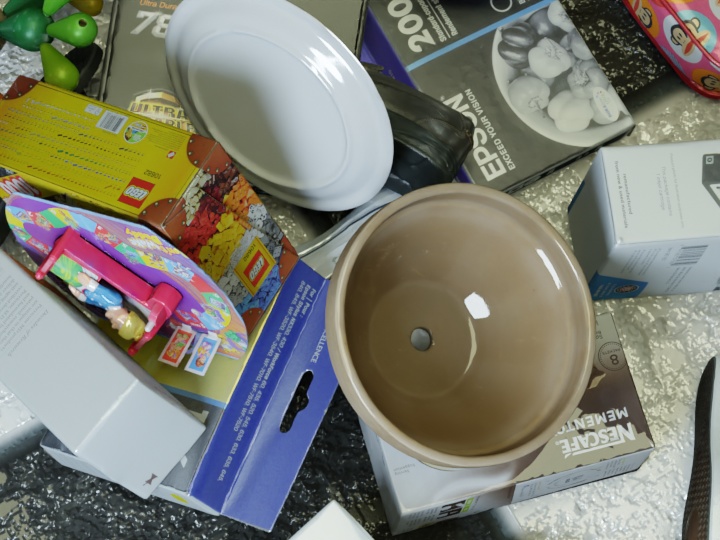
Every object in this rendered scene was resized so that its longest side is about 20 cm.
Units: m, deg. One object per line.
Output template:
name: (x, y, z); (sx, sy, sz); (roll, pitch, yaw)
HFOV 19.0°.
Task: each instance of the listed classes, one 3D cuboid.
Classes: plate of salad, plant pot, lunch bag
plate of salad: (-0.057, -0.130, 1.585); (0.200, 0.200, 0.048); (35, 53, 6)
plant pot: (0.060, 0.043, 1.540); (0.201, 0.093, 0.201); (3, 81, -21)
lunch bag: (0.313, -0.255, 1.759); (0.200, 0.082, 0.176); (-34, 78, -14)

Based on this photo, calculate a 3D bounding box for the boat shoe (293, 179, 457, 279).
boat shoe: (0.000, 0.000, 1.651); (0.200, 0.074, 0.067); (-30, 50, -2)

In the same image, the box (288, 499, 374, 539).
box: (-0.063, 0.273, 1.536); (0.200, 0.124, 0.097); (-41, 80, -15)

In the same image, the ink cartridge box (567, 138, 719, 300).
ink cartridge box: (0.273, -0.041, 1.654); (0.200, 0.145, 0.084); (-4, 72, -7)

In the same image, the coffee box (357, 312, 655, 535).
coffee box: (0.107, 0.116, 1.623); (0.200, 0.080, 0.113); (-13, 72, -9)

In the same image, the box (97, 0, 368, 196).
box: (-0.100, -0.164, 1.690); (0.200, 0.050, 0.199); (9, 86, -2)

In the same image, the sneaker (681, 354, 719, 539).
sneaker: (0.293, 0.158, 1.620); (0.085, 0.073, 0.200); (16, 60, -5)

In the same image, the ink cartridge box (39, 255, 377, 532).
ink cartridge box: (-0.115, 0.073, 1.587); (0.200, 0.047, 0.198); (12, 70, 34)

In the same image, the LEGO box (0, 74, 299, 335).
LEGO box: (-0.165, -0.048, 1.559); (0.200, 0.149, 0.077); (20, 68, 34)

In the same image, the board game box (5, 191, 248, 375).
board game box: (-0.176, 0.018, 1.522); (0.200, 0.158, 0.039); (14, 61, 32)

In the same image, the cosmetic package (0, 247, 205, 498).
cosmetic package: (-0.214, 0.069, 1.553); (0.071, 0.101, 0.200); (-49, 55, -2)

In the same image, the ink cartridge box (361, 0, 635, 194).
ink cartridge box: (0.085, -0.150, 1.726); (0.200, 0.043, 0.198); (-27, 77, -11)

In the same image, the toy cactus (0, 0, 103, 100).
toy cactus: (-0.274, -0.188, 1.654); (0.165, 0.102, 0.200); (6, 59, 37)

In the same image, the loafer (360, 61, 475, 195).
loafer: (-0.006, -0.129, 1.643); (0.200, 0.073, 0.072); (34, 53, 5)

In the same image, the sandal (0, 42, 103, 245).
sandal: (-0.250, -0.087, 1.670); (0.048, 0.075, 0.200); (38, 69, -31)
